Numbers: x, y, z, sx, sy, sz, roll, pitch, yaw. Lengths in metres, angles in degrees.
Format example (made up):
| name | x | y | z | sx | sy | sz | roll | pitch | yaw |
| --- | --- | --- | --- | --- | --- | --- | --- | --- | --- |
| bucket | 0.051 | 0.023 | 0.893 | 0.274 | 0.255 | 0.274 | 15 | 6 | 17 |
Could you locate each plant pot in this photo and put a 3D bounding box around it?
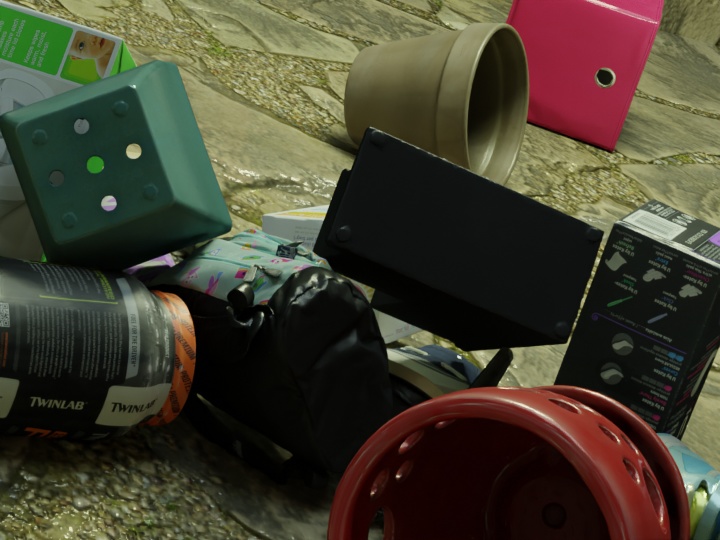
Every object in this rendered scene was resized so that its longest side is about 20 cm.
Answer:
| name | x | y | z | sx | sy | sz | roll | pitch | yaw |
| --- | --- | --- | --- | --- | --- | --- | --- | --- | --- |
| plant pot | -0.183 | -0.073 | 1.477 | 0.141 | 0.142 | 0.200 | -20 | 1 | -2 |
| plant pot | 0.102 | 0.170 | 1.279 | 0.200 | 0.201 | 0.182 | 26 | 11 | 20 |
| plant pot | 0.081 | -0.194 | 2.341 | 0.173 | 0.200 | 0.200 | 9 | 13 | 23 |

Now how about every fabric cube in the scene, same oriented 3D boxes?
| name | x | y | z | sx | sy | sz | roll | pitch | yaw |
| --- | --- | --- | --- | --- | --- | --- | --- | --- | --- |
| fabric cube | 0.296 | -0.306 | 2.818 | 0.199 | 0.196 | 0.200 | 20 | 19 | 3 |

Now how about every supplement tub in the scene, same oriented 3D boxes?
| name | x | y | z | sx | sy | sz | roll | pitch | yaw |
| --- | --- | --- | --- | --- | --- | --- | --- | --- | --- |
| supplement tub | -0.223 | 0.054 | 1.396 | 0.200 | 0.123 | 0.123 | 7 | 22 | -32 |

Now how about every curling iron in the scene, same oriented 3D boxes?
| name | x | y | z | sx | sy | sz | roll | pitch | yaw |
| --- | --- | --- | --- | --- | --- | --- | --- | --- | --- |
| curling iron | 0.066 | 0.120 | 1.498 | 0.026 | 0.050 | 0.200 | 31 | 46 | 16 |

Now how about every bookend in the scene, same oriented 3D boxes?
| name | x | y | z | sx | sy | sz | roll | pitch | yaw |
| --- | --- | --- | --- | --- | --- | --- | --- | --- | --- |
| bookend | 0.048 | -0.017 | 1.542 | 0.198 | 0.092 | 0.200 | 23 | -11 | -15 |

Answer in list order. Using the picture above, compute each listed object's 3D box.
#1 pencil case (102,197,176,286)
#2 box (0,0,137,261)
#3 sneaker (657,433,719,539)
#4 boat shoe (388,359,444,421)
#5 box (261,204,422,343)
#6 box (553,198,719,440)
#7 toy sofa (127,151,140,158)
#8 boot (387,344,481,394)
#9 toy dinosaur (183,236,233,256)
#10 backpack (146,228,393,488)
| name | x | y | z | sx | sy | sz | roll | pitch | yaw |
| --- | --- | --- | --- | --- | --- | --- | --- | --- | --- |
| pencil case | -0.183 | -0.003 | 1.658 | 0.084 | 0.086 | 0.200 | 30 | 12 | -31 |
| box | -0.299 | -0.111 | 1.644 | 0.176 | 0.200 | 0.097 | 19 | -10 | 5 |
| sneaker | 0.237 | 0.182 | 1.548 | 0.130 | 0.080 | 0.200 | 29 | 22 | 33 |
| boat shoe | -0.013 | 0.092 | 1.570 | 0.074 | 0.063 | 0.201 | 40 | -11 | -33 |
| box | 0.000 | 0.000 | 1.726 | 0.112 | 0.102 | 0.200 | 6 | 7 | 20 |
| box | 0.245 | 0.057 | 1.717 | 0.106 | 0.200 | 0.122 | 25 | 19 | 18 |
| toy sofa | -0.256 | -0.068 | 1.780 | 0.200 | 0.083 | 0.098 | 7 | 25 | -31 |
| boot | 0.087 | 0.110 | 1.613 | 0.090 | 0.073 | 0.200 | -8 | 31 | -43 |
| toy dinosaur | -0.115 | -0.014 | 1.823 | 0.088 | 0.048 | 0.200 | -4 | 26 | -19 |
| backpack | -0.070 | 0.051 | 1.488 | 0.126 | 0.167 | 0.200 | -28 | 28 | -29 |
